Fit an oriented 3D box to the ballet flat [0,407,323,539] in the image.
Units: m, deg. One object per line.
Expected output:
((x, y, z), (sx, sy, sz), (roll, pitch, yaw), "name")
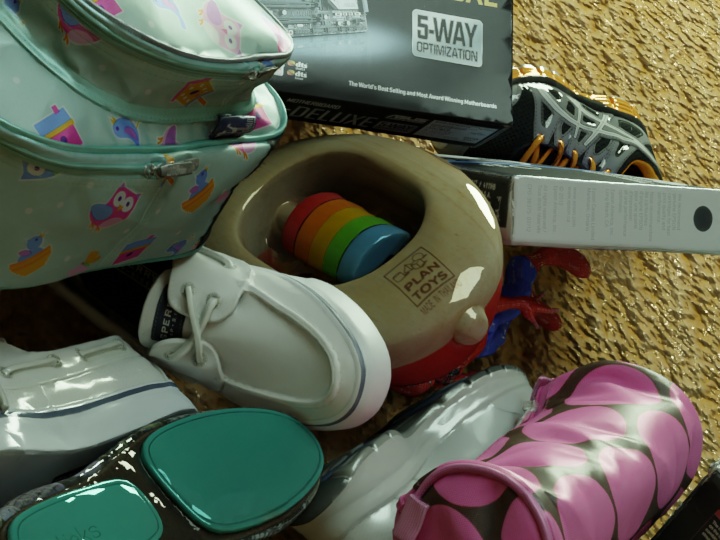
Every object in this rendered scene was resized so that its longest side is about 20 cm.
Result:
((-0.096, 0.110, 0.845), (0.072, 0.072, 0.200), (47, 33, 18), "ballet flat")

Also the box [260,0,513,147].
((-0.015, -0.159, 1.066), (0.198, 0.050, 0.159), (7, 75, -21), "box")

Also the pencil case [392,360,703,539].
((0.086, 0.102, 0.914), (0.093, 0.091, 0.200), (36, 23, 16), "pencil case")

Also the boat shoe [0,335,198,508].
((-0.158, 0.059, 0.849), (0.086, 0.075, 0.201), (47, 32, 18), "boat shoe")

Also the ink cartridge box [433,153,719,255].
((0.111, -0.038, 1.133), (0.199, 0.044, 0.198), (5, 5, -32), "ink cartridge box")

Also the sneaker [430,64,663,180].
((0.129, -0.077, 1.280), (0.199, 0.078, 0.078), (2, 50, -42), "sneaker")

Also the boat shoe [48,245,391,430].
((-0.078, 0.024, 0.931), (0.199, 0.074, 0.065), (21, 13, 33), "boat shoe")

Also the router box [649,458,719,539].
((0.203, 0.201, 0.923), (0.200, 0.150, 0.062), (47, 34, 18), "router box")

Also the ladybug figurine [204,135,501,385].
((0.000, 0.000, 1.007), (0.135, 0.072, 0.200), (-37, 39, -14), "ladybug figurine")

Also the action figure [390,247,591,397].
((0.069, 0.033, 1.094), (0.052, 0.066, 0.200), (42, 32, 17), "action figure")

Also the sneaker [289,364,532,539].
((0.038, 0.111, 0.981), (0.087, 0.074, 0.200), (57, 38, 2), "sneaker")

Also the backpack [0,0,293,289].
((-0.140, -0.087, 0.845), (0.176, 0.154, 0.199), (48, 36, 15), "backpack")
